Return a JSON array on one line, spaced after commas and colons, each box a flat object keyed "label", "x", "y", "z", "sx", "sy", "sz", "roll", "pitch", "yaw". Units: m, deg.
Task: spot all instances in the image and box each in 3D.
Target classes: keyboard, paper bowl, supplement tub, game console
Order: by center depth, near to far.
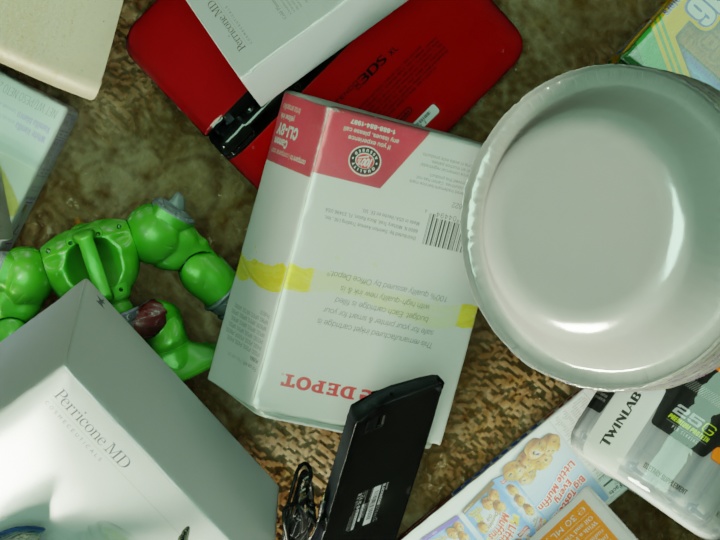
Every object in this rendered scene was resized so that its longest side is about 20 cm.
[{"label": "paper bowl", "x": 0.155, "y": -0.026, "z": 1.607, "sx": 0.199, "sy": 0.104, "sz": 0.202, "roll": -1, "pitch": 88, "yaw": 28}, {"label": "supplement tub", "x": 0.235, "y": 0.063, "z": 1.695, "sx": 0.122, "sy": 0.123, "sz": 0.201, "roll": 33, "pitch": 89, "yaw": 0}, {"label": "keyboard", "x": -0.013, "y": 0.145, "z": 1.701, "sx": 0.040, "sy": 0.104, "sz": 0.201, "roll": 44, "pitch": 136, "yaw": 32}, {"label": "game console", "x": -0.024, "y": -0.152, "z": 1.767, "sx": 0.200, "sy": 0.119, "sz": 0.172, "roll": -45, "pitch": 122, "yaw": 2}]

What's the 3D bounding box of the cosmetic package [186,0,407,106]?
[{"label": "cosmetic package", "x": -0.060, "y": -0.229, "z": 1.710, "sx": 0.150, "sy": 0.052, "sz": 0.200, "roll": -34, "pitch": 64, "yaw": 0}]

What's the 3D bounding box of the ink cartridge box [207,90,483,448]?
[{"label": "ink cartridge box", "x": 0.000, "y": 0.000, "z": 1.706, "sx": 0.144, "sy": 0.083, "sz": 0.201, "roll": 13, "pitch": 95, "yaw": -28}]

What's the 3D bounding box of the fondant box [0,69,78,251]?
[{"label": "fondant box", "x": -0.297, "y": -0.052, "z": 1.752, "sx": 0.144, "sy": 0.058, "sz": 0.201, "roll": 27, "pitch": 93, "yaw": 0}]

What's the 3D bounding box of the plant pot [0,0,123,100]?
[{"label": "plant pot", "x": -0.245, "y": -0.234, "z": 1.647, "sx": 0.176, "sy": 0.200, "sz": 0.201, "roll": 13, "pitch": 95, "yaw": -21}]

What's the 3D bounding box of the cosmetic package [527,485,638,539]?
[{"label": "cosmetic package", "x": 0.173, "y": 0.242, "z": 1.686, "sx": 0.101, "sy": 0.200, "sz": 0.071, "roll": -42, "pitch": 133, "yaw": 0}]

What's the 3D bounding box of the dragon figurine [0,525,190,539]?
[{"label": "dragon figurine", "x": -0.203, "y": 0.196, "z": 1.587, "sx": 0.199, "sy": 0.059, "sz": 0.099, "roll": -29, "pitch": 122, "yaw": 23}]

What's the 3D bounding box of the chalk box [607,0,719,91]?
[{"label": "chalk box", "x": 0.276, "y": -0.113, "z": 1.712, "sx": 0.200, "sy": 0.124, "sz": 0.124, "roll": 43, "pitch": 91, "yaw": 1}]

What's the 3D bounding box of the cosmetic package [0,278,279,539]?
[{"label": "cosmetic package", "x": -0.189, "y": 0.153, "z": 1.672, "sx": 0.200, "sy": 0.123, "sz": 0.200, "roll": -36, "pitch": 111, "yaw": 16}]

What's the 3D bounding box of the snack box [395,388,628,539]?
[{"label": "snack box", "x": 0.121, "y": 0.148, "z": 1.768, "sx": 0.200, "sy": 0.024, "sz": 0.072, "roll": -39, "pitch": 92, "yaw": 1}]

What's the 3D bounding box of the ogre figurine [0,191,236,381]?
[{"label": "ogre figurine", "x": -0.164, "y": 0.024, "z": 1.734, "sx": 0.199, "sy": 0.098, "sz": 0.121, "roll": -14, "pitch": 104, "yaw": 12}]

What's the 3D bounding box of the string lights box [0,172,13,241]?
[{"label": "string lights box", "x": -0.330, "y": -0.029, "z": 1.673, "sx": 0.198, "sy": 0.103, "sz": 0.059, "roll": -11, "pitch": 91, "yaw": 2}]
